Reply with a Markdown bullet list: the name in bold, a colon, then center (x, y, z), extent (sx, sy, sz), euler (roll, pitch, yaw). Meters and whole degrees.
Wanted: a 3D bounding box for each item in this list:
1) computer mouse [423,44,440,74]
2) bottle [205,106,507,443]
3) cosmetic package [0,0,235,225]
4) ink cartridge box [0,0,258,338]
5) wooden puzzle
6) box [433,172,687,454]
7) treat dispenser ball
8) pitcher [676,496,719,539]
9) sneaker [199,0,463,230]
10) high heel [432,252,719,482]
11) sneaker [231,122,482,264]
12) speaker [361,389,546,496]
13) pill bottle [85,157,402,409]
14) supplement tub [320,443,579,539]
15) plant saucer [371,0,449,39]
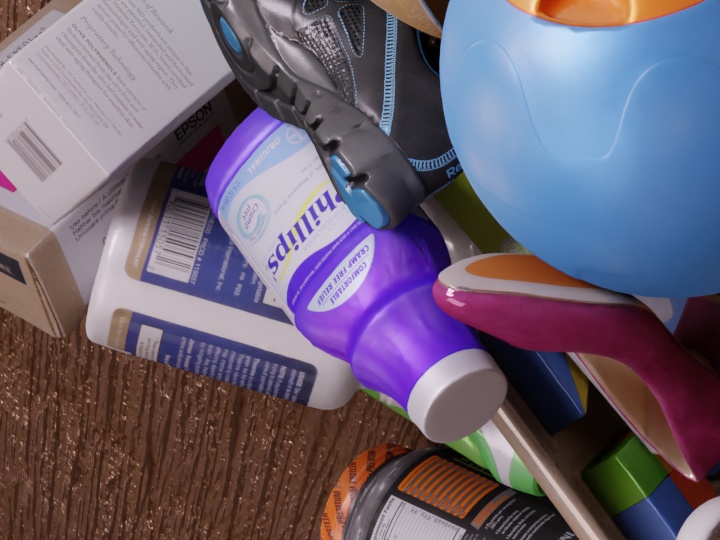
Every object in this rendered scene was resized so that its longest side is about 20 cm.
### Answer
- **computer mouse**: center (0.060, -0.055, 1.393), extent (0.140, 0.046, 0.200), euler (34, 151, 60)
- **bottle**: center (0.000, 0.000, 1.206), extent (0.065, 0.084, 0.200), euler (24, -157, -49)
- **cosmetic package**: center (-0.110, -0.124, 1.357), extent (0.085, 0.200, 0.108), euler (49, 151, -5)
- **ink cartridge box**: center (-0.180, -0.072, 1.517), extent (0.164, 0.200, 0.075), euler (23, 145, 35)
- **wooden puzzle**: center (0.136, 0.062, 1.288), extent (0.046, 0.200, 0.185), euler (-36, 91, 33)
- **box**: center (0.140, -0.004, 1.256), extent (0.200, 0.122, 0.048), euler (50, 139, -7)
- **treat dispenser ball**: center (0.134, -0.088, 1.079), extent (0.201, 0.201, 0.201), euler (33, 149, 23)
- **pitcher**: center (0.253, 0.164, 1.270), extent (0.200, 0.171, 0.121), euler (58, 159, -19)
- **sneaker**: center (-0.013, -0.106, 1.199), extent (0.200, 0.082, 0.073), euler (51, 168, 26)
- **high heel**: center (0.105, 0.048, 1.139), extent (0.067, 0.200, 0.096), euler (31, 108, 46)
- **sneaker**: center (-0.002, -0.040, 1.336), extent (0.200, 0.099, 0.078), euler (39, 154, 52)
- **speaker**: center (0.047, 0.054, 1.496), extent (0.200, 0.088, 0.089), euler (32, 148, 25)
- **pill bottle**: center (-0.046, 0.014, 1.407), extent (0.199, 0.111, 0.111), euler (16, 148, -1)
- **supplement tub**: center (0.078, 0.188, 1.585), extent (0.200, 0.123, 0.123), euler (22, 143, 38)
- **plant saucer**: center (0.005, -0.196, 1.138), extent (0.035, 0.200, 0.201), euler (-15, 122, 16)
